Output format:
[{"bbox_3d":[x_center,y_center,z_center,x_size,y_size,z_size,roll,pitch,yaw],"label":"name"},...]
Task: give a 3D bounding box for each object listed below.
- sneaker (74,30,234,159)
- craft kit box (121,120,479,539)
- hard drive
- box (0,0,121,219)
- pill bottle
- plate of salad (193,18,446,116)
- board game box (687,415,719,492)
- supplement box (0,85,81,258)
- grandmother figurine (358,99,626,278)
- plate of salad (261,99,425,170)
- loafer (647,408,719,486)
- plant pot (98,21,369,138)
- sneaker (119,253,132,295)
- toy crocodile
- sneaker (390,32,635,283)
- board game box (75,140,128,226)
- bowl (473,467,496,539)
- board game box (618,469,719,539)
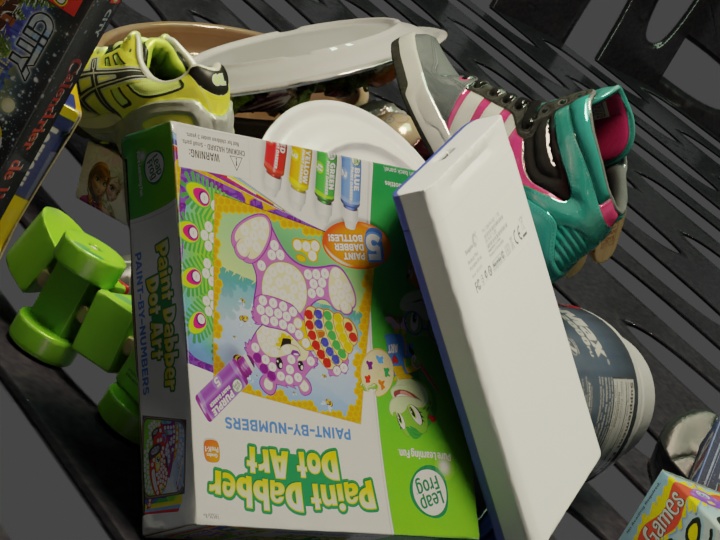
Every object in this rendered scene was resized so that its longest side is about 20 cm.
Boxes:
[{"bbox_3d":[-0.139,-0.115,1.589,0.075,0.077,0.200,-3,21,-44],"label":"sneaker"},{"bbox_3d":[-0.028,0.038,1.283,0.048,0.199,0.199,-14,-15,43],"label":"craft kit box"},{"bbox_3d":[0.075,0.032,1.357,0.025,0.201,0.132,-11,15,24],"label":"hard drive"},{"bbox_3d":[-0.225,-0.106,1.350,0.136,0.201,0.038,33,12,13],"label":"box"},{"bbox_3d":[0.110,0.079,1.615,0.119,0.120,0.200,36,13,23],"label":"pill bottle"},{"bbox_3d":[-0.040,-0.128,1.686,0.199,0.048,0.200,-10,13,2],"label":"plate of salad"},{"bbox_3d":[0.256,0.183,1.591,0.135,0.035,0.200,31,33,2],"label":"board game box"},{"bbox_3d":[-0.239,-0.099,1.501,0.109,0.109,0.200,27,13,-17],"label":"supplement box"},{"bbox_3d":[0.072,-0.059,1.635,0.199,0.061,0.121,25,21,31],"label":"grandmother figurine"},{"bbox_3d":[0.000,0.000,1.460,0.200,0.048,0.201,26,53,-40],"label":"plate of salad"},{"bbox_3d":[0.269,0.183,1.706,0.200,0.073,0.072,51,-27,16],"label":"loafer"},{"bbox_3d":[-0.098,-0.100,1.816,0.199,0.093,0.201,9,23,-4],"label":"plant pot"},{"bbox_3d":[-0.062,0.052,1.433,0.199,0.067,0.091,28,10,-25],"label":"sneaker"},{"bbox_3d":[-0.121,0.036,1.348,0.200,0.068,0.062,38,15,31],"label":"toy crocodile"},{"bbox_3d":[0.101,-0.086,1.542,0.201,0.120,0.084,65,7,31],"label":"sneaker"},{"bbox_3d":[-0.041,-0.029,1.605,0.199,0.041,0.200,0,21,-47],"label":"board game box"},{"bbox_3d":[0.037,0.065,1.401,0.200,0.202,0.039,20,-27,-41],"label":"bowl"},{"bbox_3d":[0.220,0.212,1.387,0.103,0.105,0.200,23,14,-32],"label":"board game box"}]
